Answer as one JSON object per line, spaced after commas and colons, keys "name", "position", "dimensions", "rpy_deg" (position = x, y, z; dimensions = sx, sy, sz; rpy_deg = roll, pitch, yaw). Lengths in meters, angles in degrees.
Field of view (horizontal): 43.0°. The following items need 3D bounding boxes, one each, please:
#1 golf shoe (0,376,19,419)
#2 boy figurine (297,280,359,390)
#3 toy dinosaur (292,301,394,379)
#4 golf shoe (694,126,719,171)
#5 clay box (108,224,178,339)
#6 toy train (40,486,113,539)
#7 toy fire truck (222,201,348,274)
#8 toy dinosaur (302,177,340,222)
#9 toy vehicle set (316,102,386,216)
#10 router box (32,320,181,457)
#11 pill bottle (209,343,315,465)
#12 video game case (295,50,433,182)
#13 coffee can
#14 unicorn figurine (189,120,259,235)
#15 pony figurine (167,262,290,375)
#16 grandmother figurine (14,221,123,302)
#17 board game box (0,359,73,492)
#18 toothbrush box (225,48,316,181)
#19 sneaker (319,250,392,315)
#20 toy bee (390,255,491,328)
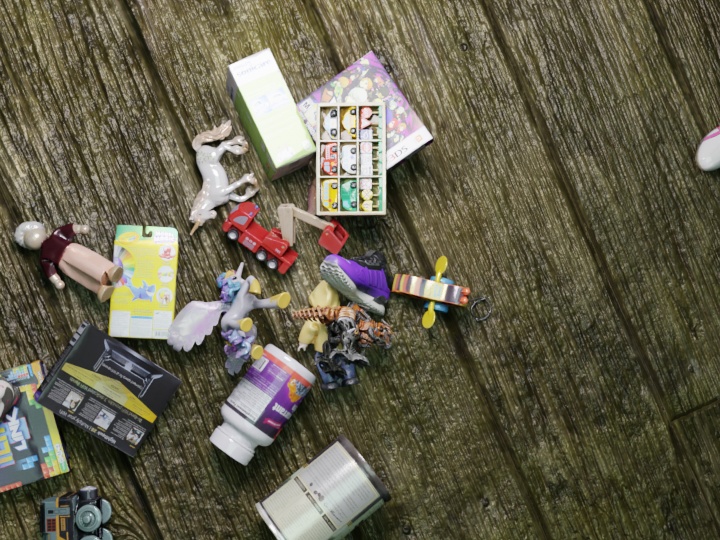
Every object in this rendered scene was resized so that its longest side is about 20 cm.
{"name": "golf shoe", "position": [-0.643, 0.267, 1.505], "dimensions": [0.077, 0.088, 0.201], "rpy_deg": [29, 83, -8]}
{"name": "boy figurine", "position": [-0.061, 0.119, 1.690], "dimensions": [0.124, 0.064, 0.201], "rpy_deg": [-11, 87, -18]}
{"name": "toy dinosaur", "position": [-0.032, 0.114, 1.634], "dimensions": [0.199, 0.102, 0.136], "rpy_deg": [10, 62, -10]}
{"name": "golf shoe", "position": [0.770, -0.275, 1.863], "dimensions": [0.200, 0.092, 0.073], "rpy_deg": [-38, 95, -10]}
{"name": "clay box", "position": [-0.388, 0.022, 1.645], "dimensions": [0.114, 0.048, 0.201], "rpy_deg": [4, 85, -8]}
{"name": "toy train", "position": [-0.493, 0.476, 1.580], "dimensions": [0.113, 0.085, 0.201], "rpy_deg": [-2, 88, 1]}
{"name": "toy fire truck", "position": [-0.137, -0.072, 1.659], "dimensions": [0.200, 0.049, 0.141], "rpy_deg": [37, 121, -6]}
{"name": "toy dinosaur", "position": [-0.043, -0.170, 1.709], "dimensions": [0.200, 0.086, 0.136], "rpy_deg": [-34, 90, -4]}
{"name": "toy vehicle set", "position": [-0.015, -0.197, 1.621], "dimensions": [0.124, 0.027, 0.201], "rpy_deg": [-1, 87, 6]}
{"name": "router box", "position": [-0.438, 0.206, 1.590], "dimensions": [0.200, 0.052, 0.158], "rpy_deg": [38, 78, -24]}
{"name": "pill bottle", "position": [-0.179, 0.242, 1.636], "dimensions": [0.111, 0.111, 0.200], "rpy_deg": [37, 81, -6]}
{"name": "video game case", "position": [0.004, -0.265, 1.656], "dimensions": [0.181, 0.036, 0.200], "rpy_deg": [-34, 83, 1]}
{"name": "coffee can", "position": [-0.066, 0.411, 1.627], "dimensions": [0.200, 0.146, 0.147], "rpy_deg": [-37, 93, -11]}
{"name": "unicorn figurine", "position": [-0.260, -0.164, 1.678], "dimensions": [0.137, 0.074, 0.201], "rpy_deg": [-15, 75, -2]}
{"name": "pony figurine", "position": [-0.222, 0.087, 1.611], "dimensions": [0.166, 0.200, 0.194], "rpy_deg": [28, 87, -32]}
{"name": "grandmother figurine", "position": [-0.515, -0.029, 1.601], "dimensions": [0.199, 0.061, 0.122], "rpy_deg": [27, 81, 6]}
{"name": "board game box", "position": [-0.608, 0.274, 1.582], "dimensions": [0.165, 0.057, 0.201], "rpy_deg": [-16, 89, -13]}
{"name": "toothbrush box", "position": [-0.165, -0.278, 1.659], "dimensions": [0.086, 0.146, 0.201], "rpy_deg": [-27, 90, -11]}
{"name": "sneaker", "position": [0.000, 0.000, 1.670], "dimensions": [0.069, 0.200, 0.100], "rpy_deg": [18, 75, 35]}
{"name": "toy bee", "position": [0.162, 0.038, 1.718], "dimensions": [0.199, 0.109, 0.132], "rpy_deg": [-7, 85, -11]}
